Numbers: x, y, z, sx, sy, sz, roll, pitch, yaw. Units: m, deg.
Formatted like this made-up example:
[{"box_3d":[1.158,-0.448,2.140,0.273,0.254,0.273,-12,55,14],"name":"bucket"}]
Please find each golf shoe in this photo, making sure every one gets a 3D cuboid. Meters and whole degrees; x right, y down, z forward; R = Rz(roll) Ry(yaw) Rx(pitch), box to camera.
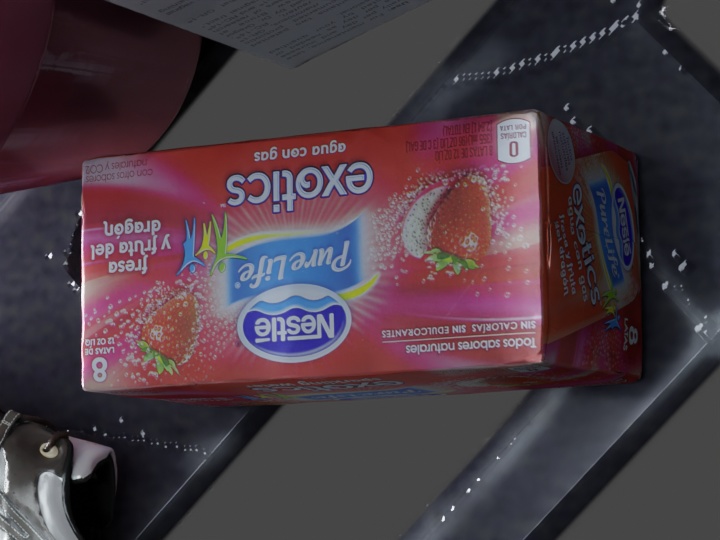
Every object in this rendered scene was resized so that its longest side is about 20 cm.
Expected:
[{"box_3d":[-0.152,0.085,1.087,0.094,0.078,0.200,-33,71,2],"name":"golf shoe"}]

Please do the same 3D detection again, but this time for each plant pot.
[{"box_3d":[-0.167,-0.108,1.038,0.200,0.179,0.200,-3,84,36],"name":"plant pot"}]

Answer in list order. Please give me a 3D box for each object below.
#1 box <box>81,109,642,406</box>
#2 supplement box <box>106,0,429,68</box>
[{"box_3d":[0.000,0.000,0.991,0.200,0.100,0.096,-5,82,27],"name":"box"},{"box_3d":[-0.047,-0.157,0.979,0.103,0.200,0.101,-25,72,24],"name":"supplement box"}]
